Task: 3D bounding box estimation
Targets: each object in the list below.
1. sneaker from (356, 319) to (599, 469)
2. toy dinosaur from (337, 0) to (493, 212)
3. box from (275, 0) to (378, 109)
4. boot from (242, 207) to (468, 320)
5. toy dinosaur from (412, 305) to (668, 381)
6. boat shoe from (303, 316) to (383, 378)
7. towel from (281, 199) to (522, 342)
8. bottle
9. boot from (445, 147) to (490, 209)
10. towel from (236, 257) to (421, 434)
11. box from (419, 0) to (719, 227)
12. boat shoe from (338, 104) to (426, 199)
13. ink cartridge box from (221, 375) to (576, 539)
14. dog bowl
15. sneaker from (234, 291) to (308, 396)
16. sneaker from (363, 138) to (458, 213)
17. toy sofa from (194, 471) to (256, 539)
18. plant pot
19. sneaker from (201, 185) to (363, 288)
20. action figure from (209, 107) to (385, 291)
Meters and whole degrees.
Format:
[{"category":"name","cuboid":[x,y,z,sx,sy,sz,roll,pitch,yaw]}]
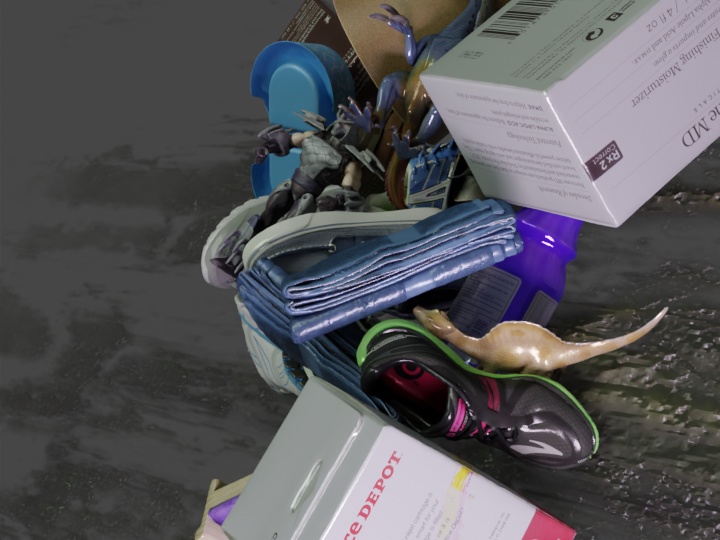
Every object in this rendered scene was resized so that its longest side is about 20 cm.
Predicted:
[{"category":"sneaker","cuboid":[0.085,0.110,1.498,0.084,0.199,0.077,-64,-6,-58]},{"category":"toy dinosaur","cuboid":[0.057,-0.186,1.750,0.182,0.105,0.200,-52,-19,-33]},{"category":"box","cuboid":[-0.028,-0.216,2.103,0.100,0.075,0.200,-54,31,8]},{"category":"boot","cuboid":[0.000,0.000,1.731,0.073,0.199,0.091,95,162,-50]},{"category":"toy dinosaur","cuboid":[0.139,0.069,1.536,0.101,0.199,0.058,88,-173,-52]},{"category":"boat shoe","cuboid":[-0.013,0.044,1.792,0.062,0.075,0.201,-37,33,26]},{"category":"towel","cuboid":[0.030,-0.006,1.569,0.199,0.049,0.112,-23,7,0]},{"category":"bottle","cuboid":[0.128,0.015,1.638,0.083,0.065,0.201,22,81,56]},{"category":"boot","cuboid":[0.115,-0.099,1.685,0.097,0.074,0.201,-78,-4,-56]},{"category":"towel","cuboid":[-0.020,0.074,1.671,0.200,0.112,0.049,37,77,19]},{"category":"box","cuboid":[0.191,-0.155,1.573,0.199,0.131,0.200,-40,25,-17]},{"category":"boat shoe","cuboid":[0.029,-0.122,1.928,0.072,0.068,0.200,-43,10,39]},{"category":"ink cartridge box","cuboid":[0.027,0.198,1.480,0.146,0.200,0.145,-59,29,-2]},{"category":"dog bowl","cuboid":[-0.055,-0.138,1.987,0.111,0.049,0.201,15,114,37]},{"category":"sneaker","cuboid":[-0.056,0.092,1.869,0.200,0.075,0.087,48,143,49]},{"category":"sneaker","cuboid":[0.086,-0.087,1.792,0.200,0.077,0.076,-43,30,23]},{"category":"toy sofa","cuboid":[-0.054,0.214,1.715,0.200,0.083,0.098,-29,39,42]},{"category":"plant pot","cuboid":[0.104,-0.249,1.847,0.199,0.186,0.187,-31,36,16]},{"category":"sneaker","cuboid":[-0.060,-0.033,1.899,0.199,0.075,0.082,-25,38,-9]},{"category":"action figure","cuboid":[-0.058,-0.069,1.819,0.130,0.069,0.200,40,99,40]}]
